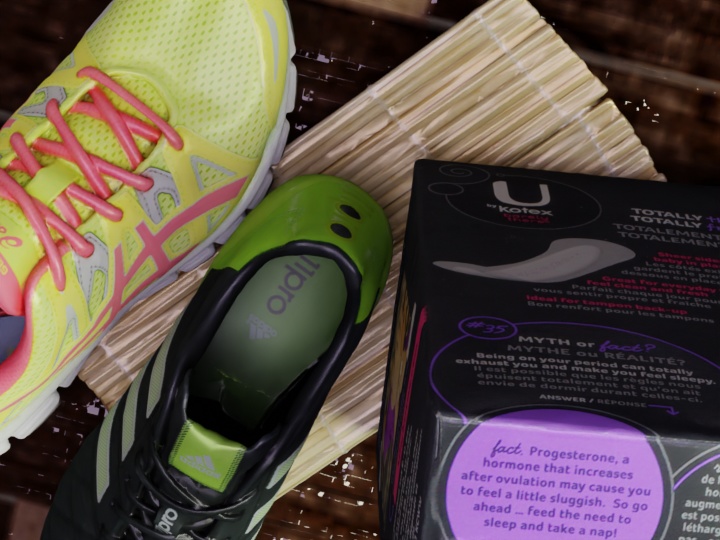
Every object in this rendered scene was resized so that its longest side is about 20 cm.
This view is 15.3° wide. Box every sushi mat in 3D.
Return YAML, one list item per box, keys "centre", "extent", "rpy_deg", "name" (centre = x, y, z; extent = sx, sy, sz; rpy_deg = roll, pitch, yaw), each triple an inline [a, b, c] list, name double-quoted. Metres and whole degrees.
- centre: [0.000, 0.000, 0.867]
  extent: [0.200, 0.012, 0.096]
  rpy_deg: [-35, 98, 13]
  name: "sushi mat"

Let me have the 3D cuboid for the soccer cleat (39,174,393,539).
- centre: [-0.053, 0.060, 0.839]
  extent: [0.067, 0.081, 0.200]
  rpy_deg: [28, 105, -2]
  name: "soccer cleat"

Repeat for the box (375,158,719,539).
- centre: [0.069, 0.053, 0.767]
  extent: [0.122, 0.200, 0.106]
  rpy_deg: [6, 112, -2]
  name: "box"

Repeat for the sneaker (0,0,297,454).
- centre: [-0.092, -0.016, 0.825]
  extent: [0.078, 0.090, 0.200]
  rpy_deg: [37, 99, 11]
  name: "sneaker"
